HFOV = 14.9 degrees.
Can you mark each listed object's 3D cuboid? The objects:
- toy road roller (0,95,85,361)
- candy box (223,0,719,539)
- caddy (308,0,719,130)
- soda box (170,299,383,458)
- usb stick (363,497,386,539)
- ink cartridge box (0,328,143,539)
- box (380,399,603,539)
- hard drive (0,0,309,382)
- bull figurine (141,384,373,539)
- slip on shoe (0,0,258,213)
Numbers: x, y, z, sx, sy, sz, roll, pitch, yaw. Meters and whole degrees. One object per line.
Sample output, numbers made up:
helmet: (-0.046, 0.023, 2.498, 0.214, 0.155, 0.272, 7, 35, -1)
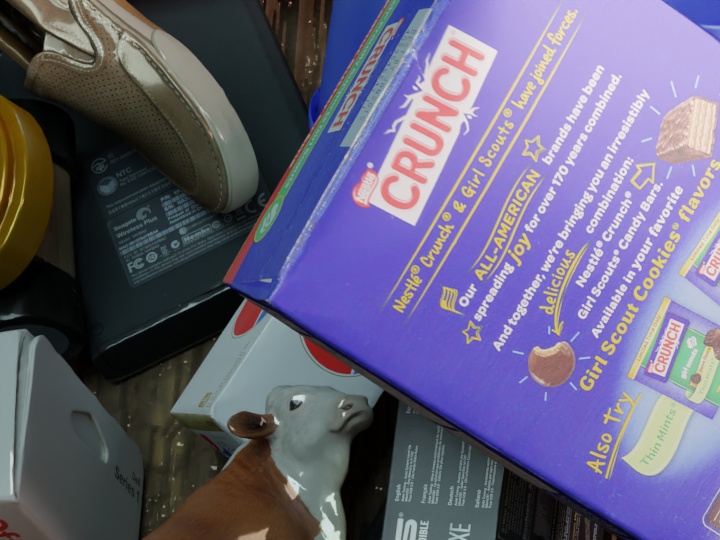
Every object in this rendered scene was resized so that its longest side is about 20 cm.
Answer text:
toy road roller: (-0.229, -0.019, 1.272, 0.200, 0.146, 0.123, -18, 61, 25)
candy box: (0.078, -0.013, 0.989, 0.169, 0.200, 0.077, -59, 18, -6)
caddy: (0.073, -0.068, 1.126, 0.200, 0.105, 0.141, 22, 31, 31)
soda box: (0.000, 0.000, 1.232, 0.064, 0.068, 0.200, 36, 77, -14)
usb stick: (0.009, 0.153, 1.174, 0.200, 0.055, 0.033, -60, 18, -17)
ink cartridge box: (-0.212, 0.103, 1.219, 0.199, 0.146, 0.085, -9, 61, 15)
box: (0.057, 0.098, 1.100, 0.050, 0.158, 0.201, 3, 77, 20)
hard drive: (-0.093, -0.060, 1.336, 0.139, 0.033, 0.200, -26, 57, 4)
bull figurine: (-0.057, 0.137, 1.141, 0.200, 0.065, 0.122, -39, 56, 7)
slip on shoe: (-0.129, -0.097, 1.277, 0.061, 0.076, 0.200, -36, 81, -27)
